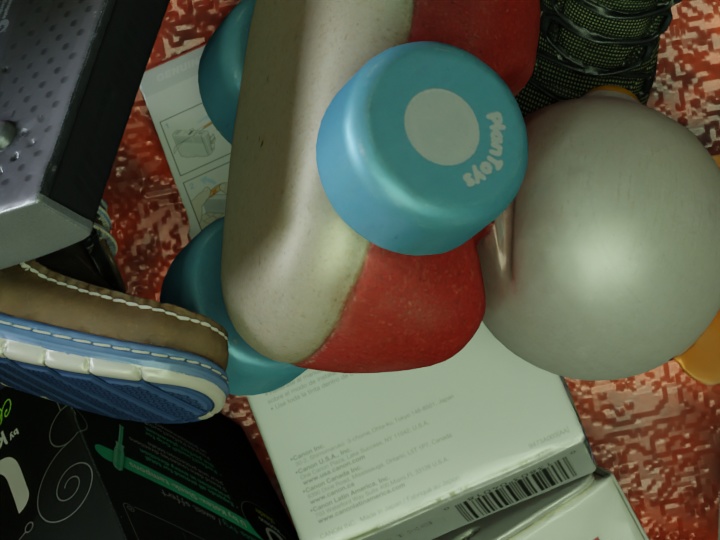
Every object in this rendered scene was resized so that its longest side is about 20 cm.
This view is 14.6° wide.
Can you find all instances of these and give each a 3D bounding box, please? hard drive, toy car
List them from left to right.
[{"bbox_3d":[-0.154,-0.050,0.932,0.199,0.135,0.042,-8,142,34],"label":"hard drive"},{"bbox_3d":[0.059,-0.035,0.945,0.199,0.184,0.178,16,65,-18],"label":"toy car"}]

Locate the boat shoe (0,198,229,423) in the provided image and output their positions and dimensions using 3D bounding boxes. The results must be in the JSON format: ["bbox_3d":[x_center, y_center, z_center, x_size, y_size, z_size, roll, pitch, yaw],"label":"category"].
[{"bbox_3d":[-0.121,-0.002,0.945,0.199,0.072,0.073,13,77,33],"label":"boat shoe"}]

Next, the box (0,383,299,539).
[{"bbox_3d":[-0.099,0.136,0.987,0.124,0.200,0.149,33,106,-37],"label":"box"}]

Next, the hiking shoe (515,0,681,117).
[{"bbox_3d":[0.081,-0.108,1.000,0.075,0.101,0.201,9,104,-4],"label":"hiking shoe"}]

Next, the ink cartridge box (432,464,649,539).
[{"bbox_3d":[0.068,0.187,1.071,0.146,0.083,0.201,-31,104,-9],"label":"ink cartridge box"}]

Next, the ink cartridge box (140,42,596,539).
[{"bbox_3d":[0.000,0.000,1.037,0.109,0.050,0.201,-23,70,4],"label":"ink cartridge box"}]

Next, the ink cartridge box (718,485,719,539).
[{"bbox_3d":[0.210,0.132,1.031,0.145,0.084,0.201,2,89,-23],"label":"ink cartridge box"}]
